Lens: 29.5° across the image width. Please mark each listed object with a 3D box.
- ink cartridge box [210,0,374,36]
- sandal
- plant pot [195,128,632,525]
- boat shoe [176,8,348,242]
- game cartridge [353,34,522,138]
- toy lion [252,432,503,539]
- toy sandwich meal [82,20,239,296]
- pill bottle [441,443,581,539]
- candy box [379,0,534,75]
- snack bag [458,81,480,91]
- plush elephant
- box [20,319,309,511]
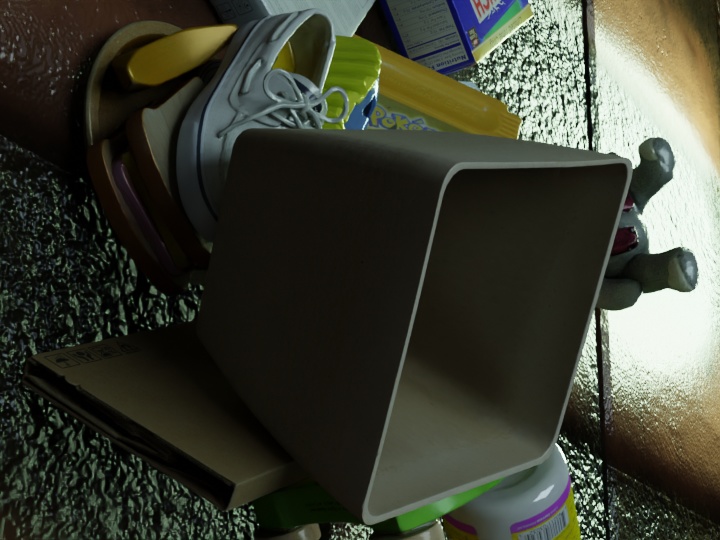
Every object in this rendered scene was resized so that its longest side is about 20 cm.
[{"bbox_3d":[-0.059,-0.251,1.092,0.160,0.047,0.200,58,34,-26],"label":"ink cartridge box"},{"bbox_3d":[-0.030,-0.094,0.988,0.087,0.079,0.201,89,12,-48],"label":"sandal"},{"bbox_3d":[0.017,0.006,0.816,0.199,0.177,0.201,-7,115,-51],"label":"plant pot"},{"bbox_3d":[-0.051,-0.103,0.881,0.075,0.086,0.202,55,35,-30],"label":"boat shoe"},{"bbox_3d":[0.036,-0.095,1.094,0.175,0.032,0.201,23,48,-7],"label":"game cartridge"},{"bbox_3d":[0.026,0.133,0.944,0.191,0.199,0.069,-20,96,-40],"label":"toy lion"},{"bbox_3d":[-0.110,-0.082,0.921,0.205,0.070,0.206,27,56,-50],"label":"toy sandwich meal"},{"bbox_3d":[0.125,0.230,1.079,0.104,0.104,0.201,-55,139,-50],"label":"pill bottle"},{"bbox_3d":[0.073,-0.297,1.281,0.169,0.077,0.201,-46,118,-54],"label":"candy box"},{"bbox_3d":[0.098,-0.093,1.193,0.188,0.021,0.200,-8,56,-51],"label":"snack bag"},{"bbox_3d":[0.206,-0.040,1.332,0.154,0.200,0.166,11,65,-30],"label":"plush elephant"},{"bbox_3d":[-0.080,0.079,0.838,0.200,0.163,0.021,-11,122,-58],"label":"box"}]
